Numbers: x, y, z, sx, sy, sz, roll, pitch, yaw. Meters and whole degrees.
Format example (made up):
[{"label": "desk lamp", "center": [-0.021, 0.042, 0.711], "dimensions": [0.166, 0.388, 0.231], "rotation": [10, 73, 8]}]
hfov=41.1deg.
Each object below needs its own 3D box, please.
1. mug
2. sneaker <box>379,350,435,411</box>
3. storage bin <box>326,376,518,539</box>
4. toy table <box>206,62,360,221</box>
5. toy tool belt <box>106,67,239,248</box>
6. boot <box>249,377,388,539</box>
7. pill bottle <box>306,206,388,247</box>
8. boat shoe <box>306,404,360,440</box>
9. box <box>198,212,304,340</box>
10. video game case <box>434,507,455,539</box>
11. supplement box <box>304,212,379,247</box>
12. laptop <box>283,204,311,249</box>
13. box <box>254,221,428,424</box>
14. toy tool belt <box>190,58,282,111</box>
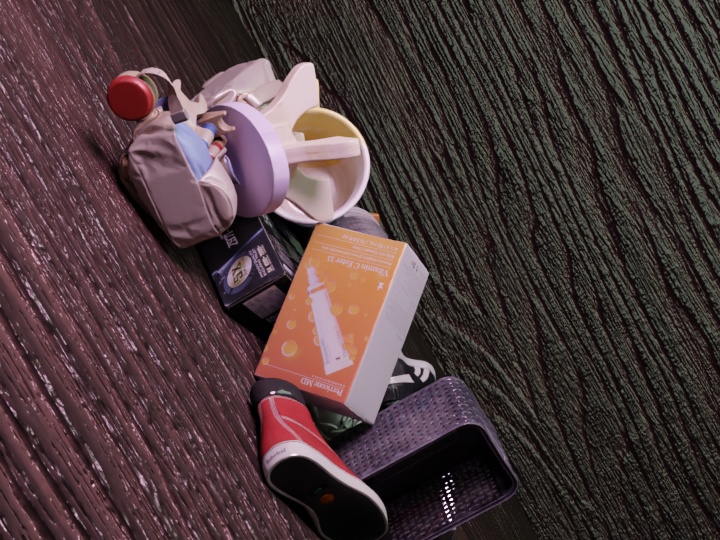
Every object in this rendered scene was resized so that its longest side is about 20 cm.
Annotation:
[{"label": "mug", "center": [-0.056, -0.139, 1.282], "dimensions": [0.149, 0.187, 0.153], "rotation": [30, -7, 2]}, {"label": "sneaker", "center": [0.054, 0.181, 1.355], "dimensions": [0.200, 0.073, 0.112], "rotation": [33, 50, -60]}, {"label": "storage bin", "center": [0.066, 0.235, 1.135], "dimensions": [0.135, 0.200, 0.094], "rotation": [57, 7, -30]}, {"label": "toy table", "center": [-0.096, -0.138, 1.101], "dimensions": [0.200, 0.117, 0.184], "rotation": [34, -47, 50]}, {"label": "toy tool belt", "center": [-0.196, -0.133, 1.022], "dimensions": [0.123, 0.125, 0.200], "rotation": [-82, 153, -58]}, {"label": "boot", "center": [-0.045, 0.200, 1.031], "dimensions": [0.200, 0.072, 0.144], "rotation": [51, 9, -37]}, {"label": "pill bottle", "center": [0.000, 0.000, 1.316], "dimensions": [0.114, 0.114, 0.200], "rotation": [57, 2, -31]}, {"label": "boat shoe", "center": [-0.022, 0.201, 1.233], "dimensions": [0.086, 0.074, 0.202], "rotation": [-110, 178, -45]}, {"label": "box", "center": [-0.125, -0.005, 1.231], "dimensions": [0.164, 0.086, 0.200], "rotation": [63, 6, 26]}, {"label": "video game case", "center": [0.124, 0.318, 1.460], "dimensions": [0.182, 0.024, 0.200], "rotation": [89, 1, -60]}, {"label": "supplement box", "center": [-0.065, -0.066, 1.525], "dimensions": [0.066, 0.200, 0.069], "rotation": [-4, 98, -48]}, {"label": "laptop", "center": [-0.149, -0.102, 1.457], "dimensions": [0.103, 0.200, 0.177], "rotation": [-25, 84, -42]}, {"label": "box", "center": [-0.019, 0.061, 1.132], "dimensions": [0.124, 0.200, 0.097], "rotation": [14, -17, 26]}, {"label": "toy tool belt", "center": [-0.167, -0.185, 1.276], "dimensions": [0.123, 0.125, 0.200], "rotation": [62, 40, -25]}]
